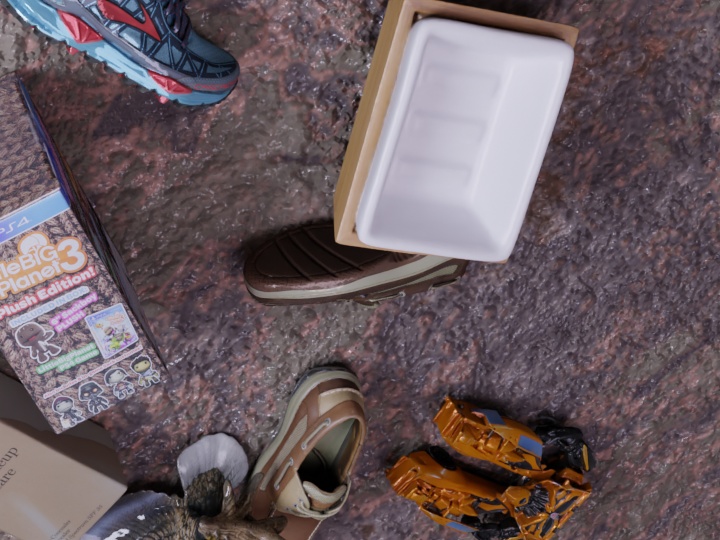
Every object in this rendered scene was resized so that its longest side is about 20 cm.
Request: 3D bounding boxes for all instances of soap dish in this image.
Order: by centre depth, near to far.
[{"bbox_3d":[0.068,-0.111,1.665,0.156,0.081,0.201,6,110,-28],"label":"soap dish"}]

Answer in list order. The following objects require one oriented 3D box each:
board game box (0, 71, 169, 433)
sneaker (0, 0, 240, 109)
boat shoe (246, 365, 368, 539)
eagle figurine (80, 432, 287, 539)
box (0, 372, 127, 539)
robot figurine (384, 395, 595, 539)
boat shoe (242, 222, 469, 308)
[{"bbox_3d":[-0.238,-0.012,1.574,0.096,0.160,0.201,-27,130,-2],"label":"board game box"},{"bbox_3d":[-0.156,-0.186,1.533,0.199,0.079,0.096,24,111,-35],"label":"sneaker"},{"bbox_3d":[-0.046,0.178,1.857,0.075,0.074,0.201,3,123,-25],"label":"boat shoe"},{"bbox_3d":[-0.158,0.251,1.852,0.200,0.151,0.152,-34,94,43],"label":"eagle figurine"},{"bbox_3d":[-0.294,0.142,1.720,0.095,0.078,0.200,-46,129,15],"label":"box"},{"bbox_3d":[0.126,0.190,1.951,0.199,0.058,0.145,25,114,-35],"label":"robot figurine"},{"bbox_3d":[0.002,0.004,1.750,0.201,0.075,0.075,-12,135,-15],"label":"boat shoe"}]
